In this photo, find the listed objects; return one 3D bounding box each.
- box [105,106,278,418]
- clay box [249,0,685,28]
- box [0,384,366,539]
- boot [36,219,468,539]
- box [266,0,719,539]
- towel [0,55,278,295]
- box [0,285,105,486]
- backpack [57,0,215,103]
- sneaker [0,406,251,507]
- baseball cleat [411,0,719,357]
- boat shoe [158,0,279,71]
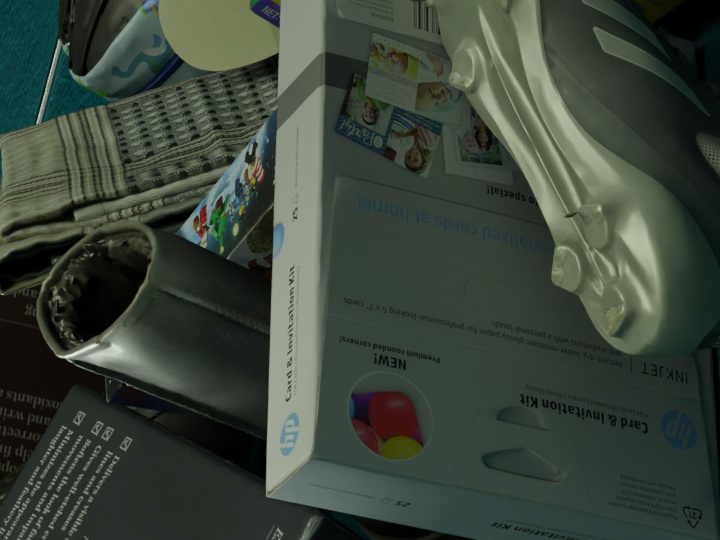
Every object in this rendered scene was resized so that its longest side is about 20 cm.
[{"bbox_3d":[0.000,0.000,1.131,0.200,0.136,0.038,-48,40,49],"label":"box"},{"bbox_3d":[0.062,-0.129,1.063,0.200,0.115,0.048,-34,34,47],"label":"clay box"},{"bbox_3d":[-0.068,0.153,1.148,0.200,0.107,0.149,22,79,55],"label":"box"},{"bbox_3d":[-0.031,0.047,1.095,0.182,0.199,0.073,-28,51,60],"label":"boot"},{"bbox_3d":[0.047,-0.005,1.006,0.041,0.155,0.201,135,142,-52],"label":"box"},{"bbox_3d":[-0.067,-0.054,1.229,0.200,0.191,0.035,-108,4,-71],"label":"towel"},{"bbox_3d":[-0.163,0.094,1.417,0.164,0.165,0.201,-3,74,66],"label":"box"},{"bbox_3d":[-0.067,-0.159,1.399,0.200,0.154,0.164,-42,37,18],"label":"backpack"},{"bbox_3d":[-0.083,0.105,1.321,0.199,0.114,0.076,-41,14,-15],"label":"sneaker"},{"bbox_3d":[0.089,-0.060,0.985,0.070,0.106,0.201,-50,53,52],"label":"baseball cleat"},{"bbox_3d":[0.004,-0.126,1.247,0.199,0.062,0.072,-7,104,38],"label":"boat shoe"}]
